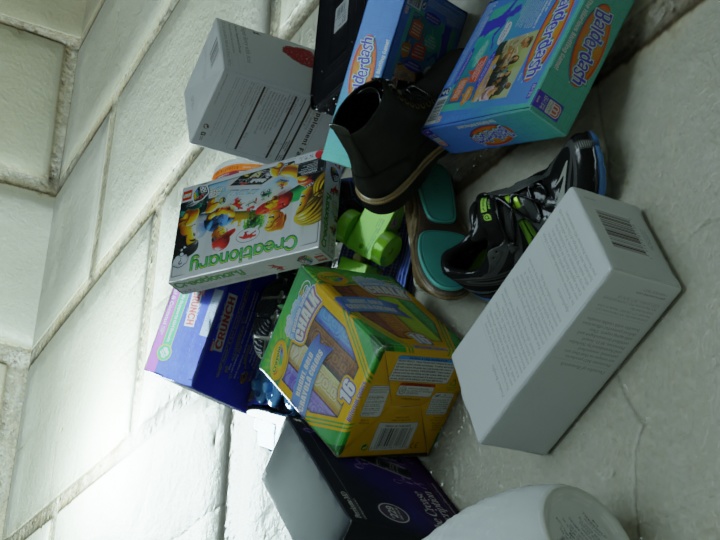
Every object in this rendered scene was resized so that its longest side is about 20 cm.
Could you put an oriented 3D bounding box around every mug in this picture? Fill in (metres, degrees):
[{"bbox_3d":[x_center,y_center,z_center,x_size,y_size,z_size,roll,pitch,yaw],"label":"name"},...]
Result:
[{"bbox_3d":[0.124,0.259,0.877,0.175,0.148,0.200,-48,66,34],"label":"mug"}]

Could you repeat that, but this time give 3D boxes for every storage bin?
[{"bbox_3d":[0.015,-0.285,1.443,0.135,0.094,0.200,-32,49,57],"label":"storage bin"}]

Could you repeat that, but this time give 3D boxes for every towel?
[{"bbox_3d":[0.012,-0.004,1.378,0.200,0.024,0.145,10,85,66],"label":"towel"}]

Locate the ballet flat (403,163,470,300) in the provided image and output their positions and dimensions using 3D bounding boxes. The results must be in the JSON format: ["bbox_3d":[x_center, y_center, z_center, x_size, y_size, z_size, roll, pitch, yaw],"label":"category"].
[{"bbox_3d":[0.072,-0.024,1.217,0.200,0.068,0.072,-100,21,-45],"label":"ballet flat"}]

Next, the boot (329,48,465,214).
[{"bbox_3d":[0.052,-0.168,1.191,0.077,0.138,0.200,20,69,28],"label":"boot"}]

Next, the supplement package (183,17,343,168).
[{"bbox_3d":[-0.106,-0.212,1.530,0.120,0.200,0.121,-59,29,33],"label":"supplement package"}]

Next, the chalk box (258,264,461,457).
[{"bbox_3d":[-0.007,0.076,1.196,0.200,0.124,0.124,44,118,43],"label":"chalk box"}]

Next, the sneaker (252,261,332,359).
[{"bbox_3d":[-0.070,0.040,1.445,0.080,0.077,0.200,87,-162,-46],"label":"sneaker"}]

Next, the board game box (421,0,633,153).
[{"bbox_3d":[0.148,-0.186,1.094,0.152,0.045,0.200,-62,21,-10],"label":"board game box"}]

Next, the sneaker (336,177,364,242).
[{"bbox_3d":[-0.033,-0.071,1.395,0.200,0.075,0.078,-15,21,40],"label":"sneaker"}]

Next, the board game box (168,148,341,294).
[{"bbox_3d":[-0.116,-0.052,1.339,0.200,0.035,0.126,-13,57,28],"label":"board game box"}]

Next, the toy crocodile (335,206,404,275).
[{"bbox_3d":[0.000,0.000,1.314,0.067,0.062,0.200,26,97,28],"label":"toy crocodile"}]

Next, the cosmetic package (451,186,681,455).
[{"bbox_3d":[0.159,0.044,0.977,0.200,0.071,0.102,-58,30,34],"label":"cosmetic package"}]

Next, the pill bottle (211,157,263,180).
[{"bbox_3d":[-0.155,-0.044,1.655,0.110,0.109,0.200,-39,43,53],"label":"pill bottle"}]

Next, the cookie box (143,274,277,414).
[{"bbox_3d":[-0.156,0.072,1.463,0.075,0.200,0.171,14,78,25],"label":"cookie box"}]

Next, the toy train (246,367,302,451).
[{"bbox_3d":[-0.072,0.169,1.393,0.200,0.087,0.115,176,99,-67],"label":"toy train"}]

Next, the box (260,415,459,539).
[{"bbox_3d":[0.006,0.222,1.124,0.200,0.141,0.079,45,118,62],"label":"box"}]

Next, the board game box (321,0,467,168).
[{"bbox_3d":[0.039,-0.197,1.283,0.045,0.152,0.200,19,95,27],"label":"board game box"}]

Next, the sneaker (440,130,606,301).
[{"bbox_3d":[0.140,-0.043,1.051,0.200,0.083,0.071,-48,35,40],"label":"sneaker"}]
